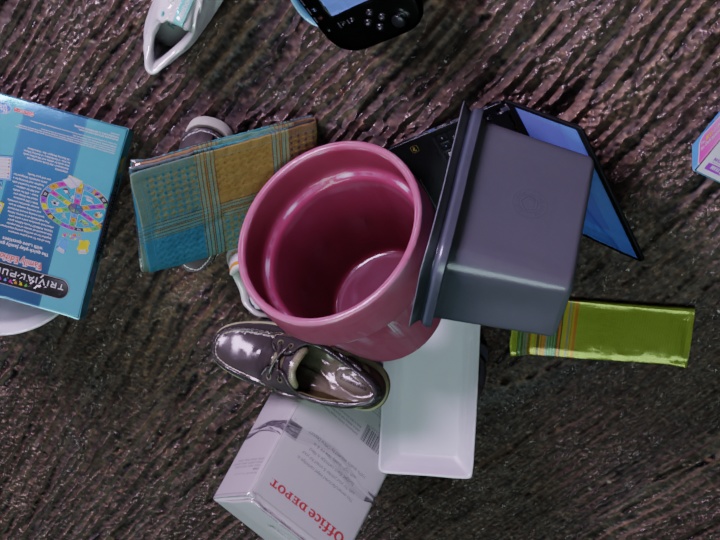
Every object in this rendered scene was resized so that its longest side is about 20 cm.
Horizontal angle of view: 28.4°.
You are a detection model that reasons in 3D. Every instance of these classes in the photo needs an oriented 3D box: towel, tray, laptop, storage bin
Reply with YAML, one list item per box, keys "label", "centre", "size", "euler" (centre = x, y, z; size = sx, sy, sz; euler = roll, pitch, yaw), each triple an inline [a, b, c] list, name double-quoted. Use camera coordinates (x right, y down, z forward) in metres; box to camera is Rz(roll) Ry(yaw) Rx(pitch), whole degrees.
- label: "towel"
  centre: [-0.136, -0.077, 1.445]
  size: [0.198, 0.022, 0.148]
  euler: [-18, 138, -19]
- label: "tray"
  centre: [0.077, 0.125, 1.574]
  size: [0.106, 0.202, 0.022]
  euler: [3, 177, 8]
- label: "laptop"
  centre: [0.152, -0.066, 1.404]
  size: [0.198, 0.104, 0.178]
  euler: [-21, 125, 17]
- label: "storage bin"
  centre: [0.131, -0.031, 1.299]
  size: [0.133, 0.201, 0.146]
  euler: [15, 144, 4]
- label: "towel"
  centre: [0.264, 0.068, 1.567]
  size: [0.198, 0.018, 0.087]
  euler: [4, 134, 8]

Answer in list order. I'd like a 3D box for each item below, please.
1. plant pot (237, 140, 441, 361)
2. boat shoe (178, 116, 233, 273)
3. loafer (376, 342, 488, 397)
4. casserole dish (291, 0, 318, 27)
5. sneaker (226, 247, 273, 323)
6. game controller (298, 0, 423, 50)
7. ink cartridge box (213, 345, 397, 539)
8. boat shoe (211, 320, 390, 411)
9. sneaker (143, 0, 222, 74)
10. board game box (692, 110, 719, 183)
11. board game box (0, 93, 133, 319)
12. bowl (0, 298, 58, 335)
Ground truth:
- label: "plant pot"
  centre: [0.000, 0.000, 1.446]
  size: [0.198, 0.202, 0.179]
  euler: [-10, 150, 20]
- label: "boat shoe"
  centre: [-0.174, -0.067, 1.503]
  size: [0.071, 0.061, 0.202]
  euler: [12, 133, 1]
- label: "loafer"
  centre: [0.046, 0.116, 1.616]
  size: [0.198, 0.064, 0.072]
  euler: [-3, 152, 13]
- label: "casserole dish"
  centre: [-0.025, -0.304, 1.268]
  size: [0.120, 0.039, 0.201]
  euler: [-11, 128, 21]
- label: "sneaker"
  centre: [-0.075, 0.030, 1.562]
  size: [0.078, 0.080, 0.200]
  euler: [-30, 122, 33]
- label: "game controller"
  centre: [-0.030, -0.278, 1.239]
  size: [0.104, 0.042, 0.200]
  euler: [-22, 124, 28]
- label: "ink cartridge box"
  centre: [-0.049, 0.208, 1.572]
  size: [0.145, 0.201, 0.084]
  euler: [42, 148, -22]
- label: "boat shoe"
  centre: [-0.066, 0.098, 1.502]
  size: [0.198, 0.074, 0.065]
  euler: [13, 177, 7]
- label: "sneaker"
  centre: [-0.150, -0.260, 1.299]
  size: [0.075, 0.089, 0.201]
  euler: [23, 132, -9]
- label: "board game box"
  centre: [0.426, -0.142, 1.323]
  size: [0.152, 0.041, 0.201]
  euler: [24, 133, -11]
- label: "board game box"
  centre: [-0.332, -0.067, 1.462]
  size: [0.149, 0.047, 0.202]
  euler: [15, 91, -2]
- label: "bowl"
  centre: [-0.382, -0.034, 1.530]
  size: [0.199, 0.090, 0.204]
  euler: [0, 93, -3]
